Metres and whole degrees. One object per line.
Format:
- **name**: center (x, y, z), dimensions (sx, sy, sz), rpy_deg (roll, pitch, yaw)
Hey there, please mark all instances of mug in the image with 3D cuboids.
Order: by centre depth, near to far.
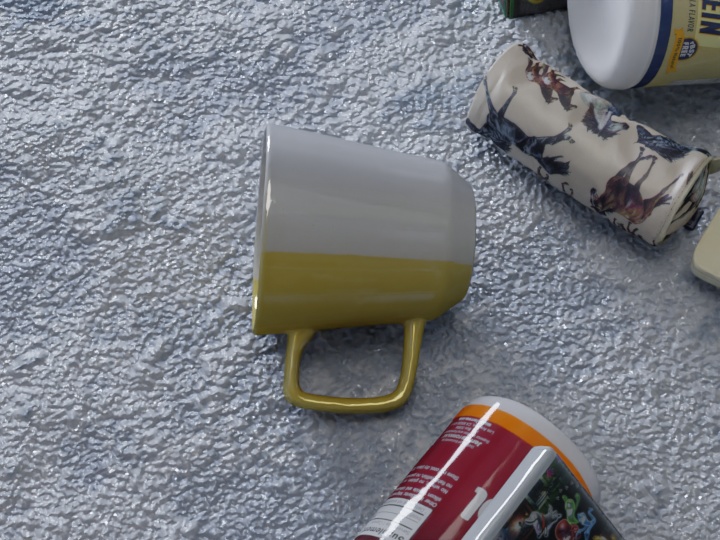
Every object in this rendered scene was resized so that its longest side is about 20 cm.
- **mug**: center (0.000, -0.008, 1.281), dimensions (0.152, 0.188, 0.150), rpy_deg (3, 24, -6)

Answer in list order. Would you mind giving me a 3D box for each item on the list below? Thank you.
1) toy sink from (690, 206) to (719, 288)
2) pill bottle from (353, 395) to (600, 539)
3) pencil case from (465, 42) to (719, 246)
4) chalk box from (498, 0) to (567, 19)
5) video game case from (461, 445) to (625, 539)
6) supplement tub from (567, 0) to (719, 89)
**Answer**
- **toy sink**: center (0.353, -0.033, 1.256), dimensions (0.199, 0.112, 0.131), rpy_deg (28, 61, 19)
- **pill bottle**: center (0.058, 0.187, 1.144), dimensions (0.113, 0.113, 0.200), rpy_deg (32, 64, 21)
- **pencil case**: center (0.173, -0.099, 1.347), dimensions (0.200, 0.078, 0.089), rpy_deg (34, 52, 21)
- **chalk box**: center (0.156, -0.298, 1.449), dimensions (0.199, 0.125, 0.124), rpy_deg (-11, 57, -7)
- **video game case**: center (0.107, 0.242, 1.091), dimensions (0.200, 0.023, 0.182), rpy_deg (-48, 112, -25)
- **supplement tub**: center (0.273, -0.216, 1.369), dimensions (0.199, 0.145, 0.145), rpy_deg (-5, 56, -15)
